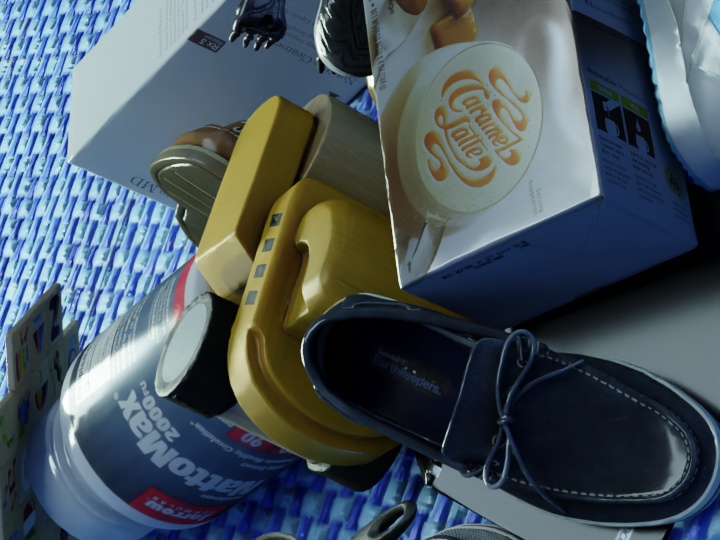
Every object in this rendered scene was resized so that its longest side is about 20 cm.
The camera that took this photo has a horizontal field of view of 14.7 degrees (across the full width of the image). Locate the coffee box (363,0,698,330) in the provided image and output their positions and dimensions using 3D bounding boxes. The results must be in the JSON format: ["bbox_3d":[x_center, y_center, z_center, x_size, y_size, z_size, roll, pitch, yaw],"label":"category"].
[{"bbox_3d":[0.071,-0.090,1.239,0.114,0.080,0.200,-24,60,33],"label":"coffee box"}]

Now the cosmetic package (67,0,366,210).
[{"bbox_3d":[-0.073,-0.124,1.618,0.200,0.113,0.081,-44,35,38],"label":"cosmetic package"}]

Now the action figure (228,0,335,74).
[{"bbox_3d":[-0.045,-0.206,1.481,0.102,0.119,0.200,-42,47,54],"label":"action figure"}]

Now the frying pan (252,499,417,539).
[{"bbox_3d":[-0.032,0.162,1.417,0.190,0.031,0.115,-53,31,17],"label":"frying pan"}]

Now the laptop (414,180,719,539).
[{"bbox_3d":[0.108,0.037,1.293,0.200,0.103,0.177,-114,49,-86],"label":"laptop"}]

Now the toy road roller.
[{"bbox_3d":[0.000,0.000,1.352,0.146,0.123,0.200,-34,33,54],"label":"toy road roller"}]

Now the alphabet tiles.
[{"bbox_3d":[-0.182,0.116,1.585,0.166,0.006,0.200,-61,-28,-70],"label":"alphabet tiles"}]

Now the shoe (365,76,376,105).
[{"bbox_3d":[0.059,-0.166,1.450,0.053,0.070,0.200,-102,37,-75],"label":"shoe"}]

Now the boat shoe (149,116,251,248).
[{"bbox_3d":[-0.066,-0.054,1.522,0.068,0.072,0.200,-54,-4,-10],"label":"boat shoe"}]

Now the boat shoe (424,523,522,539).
[{"bbox_3d":[0.048,0.150,1.223,0.200,0.093,0.075,25,91,62],"label":"boat shoe"}]

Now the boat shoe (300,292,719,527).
[{"bbox_3d":[0.062,0.060,1.204,0.200,0.062,0.075,20,94,20],"label":"boat shoe"}]

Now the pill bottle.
[{"bbox_3d":[-0.091,0.070,1.493,0.200,0.119,0.120,-38,39,43],"label":"pill bottle"}]

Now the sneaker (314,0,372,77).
[{"bbox_3d":[0.022,-0.187,1.413,0.077,0.076,0.200,-7,59,59],"label":"sneaker"}]

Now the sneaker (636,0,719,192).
[{"bbox_3d":[0.159,-0.140,1.215,0.081,0.076,0.200,-18,84,25],"label":"sneaker"}]
